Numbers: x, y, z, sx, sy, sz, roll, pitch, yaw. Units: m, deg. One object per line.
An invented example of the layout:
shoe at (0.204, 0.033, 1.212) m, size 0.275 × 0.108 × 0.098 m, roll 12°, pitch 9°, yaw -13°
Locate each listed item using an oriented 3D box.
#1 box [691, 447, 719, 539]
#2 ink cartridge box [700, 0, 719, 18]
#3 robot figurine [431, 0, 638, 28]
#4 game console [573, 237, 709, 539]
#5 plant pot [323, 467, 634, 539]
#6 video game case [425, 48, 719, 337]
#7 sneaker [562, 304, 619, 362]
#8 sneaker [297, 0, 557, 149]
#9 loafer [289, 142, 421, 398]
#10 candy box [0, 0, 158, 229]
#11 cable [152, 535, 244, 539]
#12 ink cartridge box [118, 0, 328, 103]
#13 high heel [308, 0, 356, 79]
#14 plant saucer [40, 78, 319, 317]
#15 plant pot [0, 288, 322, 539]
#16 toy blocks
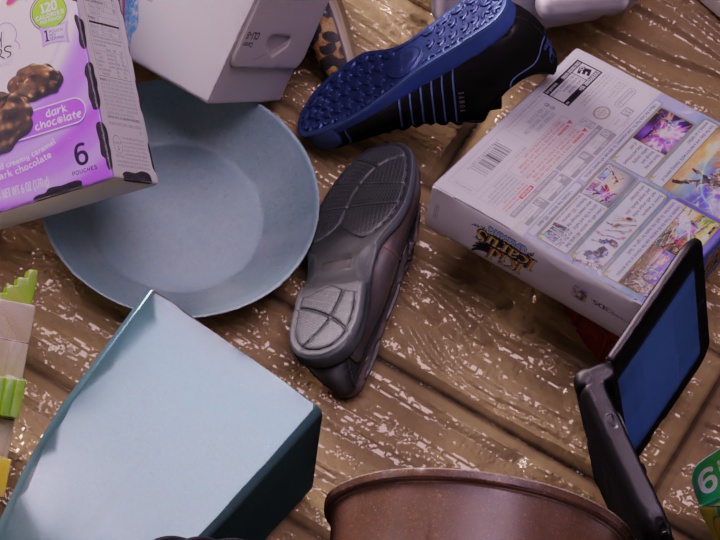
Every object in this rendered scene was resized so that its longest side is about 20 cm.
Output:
box at (0.306, 0.192, 1.679) m, size 0.117 × 0.048 × 0.200 m, roll -30°, pitch 96°, yaw -23°
ink cartridge box at (0.366, -0.262, 1.990) m, size 0.200 × 0.084 × 0.145 m, roll -37°, pitch 71°, yaw -25°
robot figurine at (0.141, -0.241, 1.926) m, size 0.199 × 0.113 × 0.170 m, roll -11°, pitch 43°, yaw -14°
game console at (0.209, 0.108, 1.663) m, size 0.116 × 0.200 × 0.176 m, roll -23°, pitch 64°, yaw -1°
plant pot at (0.061, 0.250, 1.583) m, size 0.200 × 0.200 × 0.199 m, roll 11°, pitch 65°, yaw -2°
video game case at (0.174, -0.054, 1.784) m, size 0.181 × 0.046 × 0.200 m, roll 30°, pitch 48°, yaw 20°
sneaker at (0.192, -0.016, 1.821) m, size 0.115 × 0.078 × 0.200 m, roll -26°, pitch 67°, yaw -20°
sneaker at (0.049, -0.129, 1.835) m, size 0.078 × 0.200 × 0.070 m, roll 42°, pitch 36°, yaw -32°
loafer at (0.000, 0.000, 1.802) m, size 0.072 × 0.063 × 0.200 m, roll -1°, pitch 49°, yaw 27°
candy box at (-0.245, -0.136, 1.745) m, size 0.167 × 0.072 × 0.201 m, roll -15°, pitch 83°, yaw 22°
cable at (-0.101, 0.262, 1.560) m, size 0.163 × 0.201 × 0.051 m, roll -4°, pitch 16°, yaw -34°
ink cartridge box at (-0.131, -0.226, 1.820) m, size 0.200 × 0.145 × 0.145 m, roll 31°, pitch 104°, yaw 14°
high heel at (-0.091, -0.201, 1.912) m, size 0.142 × 0.071 × 0.200 m, roll -24°, pitch 77°, yaw 4°
plant saucer at (-0.130, -0.045, 1.811) m, size 0.200 × 0.039 × 0.202 m, roll 4°, pitch 59°, yaw -7°
plant pot at (-0.141, 0.150, 1.639) m, size 0.141 × 0.141 × 0.200 m, roll 34°, pitch 66°, yaw 12°
toy blocks at (-0.294, 0.085, 1.653) m, size 0.136 × 0.100 × 0.201 m, roll 11°, pitch 84°, yaw -13°
